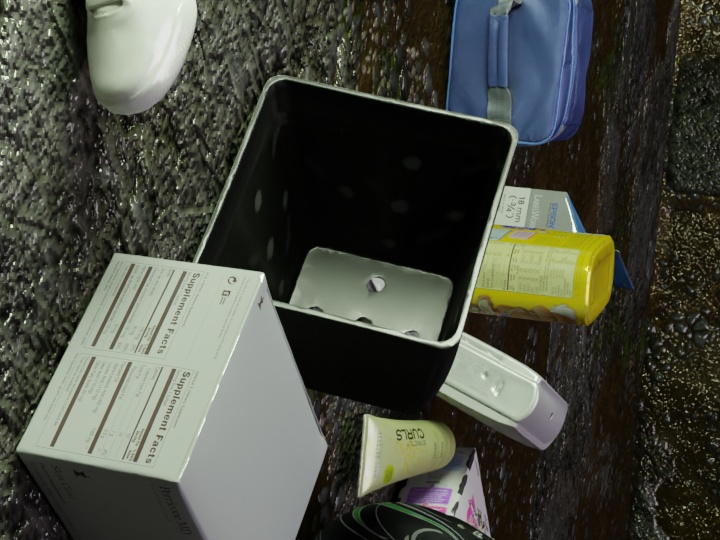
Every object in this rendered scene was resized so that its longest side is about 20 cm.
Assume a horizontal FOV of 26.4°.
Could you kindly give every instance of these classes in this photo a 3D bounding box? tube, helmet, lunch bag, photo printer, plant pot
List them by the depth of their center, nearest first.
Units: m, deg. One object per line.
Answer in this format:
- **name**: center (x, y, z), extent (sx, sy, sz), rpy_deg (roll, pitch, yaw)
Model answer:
- **plant pot**: center (0.000, 0.000, 1.181), extent (0.178, 0.198, 0.201), rpy_deg (88, 18, -56)
- **helmet**: center (0.032, 0.297, 1.357), extent (0.199, 0.190, 0.202), rpy_deg (-6, 100, -34)
- **tube**: center (0.040, 0.181, 1.534), extent (0.058, 0.052, 0.200), rpy_deg (56, 17, 16)
- **photo printer**: center (0.132, 0.123, 1.629), extent (0.070, 0.166, 0.200), rpy_deg (-61, 159, -4)
- **lunch bag**: center (0.172, -0.234, 1.656), extent (0.132, 0.135, 0.202), rpy_deg (-24, 119, -68)

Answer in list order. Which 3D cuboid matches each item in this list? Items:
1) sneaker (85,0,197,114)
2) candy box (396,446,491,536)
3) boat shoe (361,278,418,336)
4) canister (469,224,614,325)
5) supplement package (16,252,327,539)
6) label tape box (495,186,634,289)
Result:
- **sneaker**: center (-0.142, -0.194, 0.890), extent (0.088, 0.075, 0.202), rpy_deg (24, 68, -57)
- **candy box**: center (0.083, 0.315, 1.649), extent (0.200, 0.071, 0.169), rpy_deg (-65, 149, -52)
- **boat shoe**: center (0.027, 0.015, 1.425), extent (0.201, 0.068, 0.072), rpy_deg (69, 33, -53)
- **canister**: center (0.150, -0.001, 1.576), extent (0.148, 0.198, 0.087), rpy_deg (-29, 123, -67)
- **supplement package**: center (-0.112, 0.116, 0.996), extent (0.201, 0.110, 0.157), rpy_deg (73, 30, -49)
- **label tape box**: center (0.205, -0.040, 1.723), extent (0.144, 0.198, 0.064), rpy_deg (46, 54, -66)
